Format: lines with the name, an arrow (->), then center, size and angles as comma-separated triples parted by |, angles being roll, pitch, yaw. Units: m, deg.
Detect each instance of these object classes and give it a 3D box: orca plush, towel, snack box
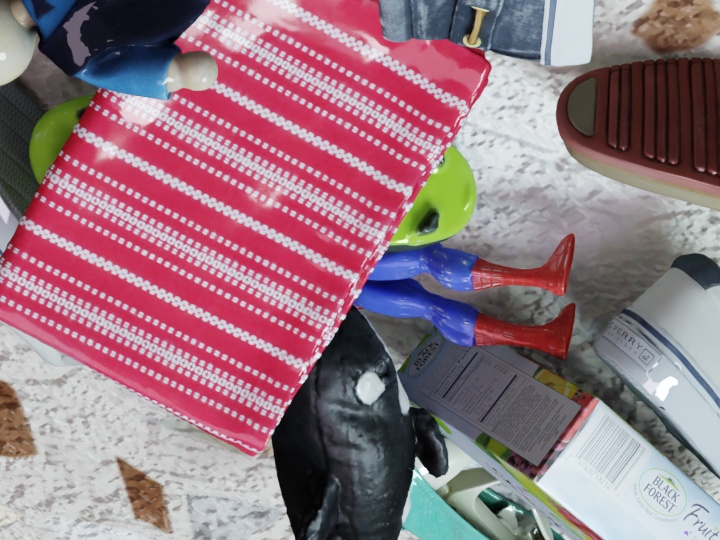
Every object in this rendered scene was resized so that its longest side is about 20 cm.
orca plush -> -0.025, 0.109, 1.060 | 0.105, 0.071, 0.201 | 28, 135, 8
towel -> -0.050, -0.036, 0.935 | 0.144, 0.022, 0.201 | 30, 94, -19
snack box -> 0.121, 0.109, 1.080 | 0.200, 0.053, 0.142 | 41, 175, -30

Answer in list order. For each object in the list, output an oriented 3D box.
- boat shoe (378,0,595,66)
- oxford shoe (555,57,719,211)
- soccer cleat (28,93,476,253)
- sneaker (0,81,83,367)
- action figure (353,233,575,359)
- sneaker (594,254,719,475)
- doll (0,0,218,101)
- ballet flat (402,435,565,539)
boat shoe -> 0.047, -0.153, 0.836 | 0.090, 0.071, 0.201 | 4, 140, 5
oxford shoe -> 0.176, -0.035, 0.950 | 0.199, 0.071, 0.075 | 12, 145, -1
soccer cleat -> -0.048, -0.047, 0.990 | 0.199, 0.068, 0.081 | 6, 180, -16
sneaker -> -0.160, -0.014, 1.037 | 0.070, 0.073, 0.200 | -12, 135, 18
action figure -> 0.000, 0.000, 1.041 | 0.199, 0.052, 0.066 | 6, 134, 12
sneaker -> 0.181, 0.061, 1.048 | 0.071, 0.073, 0.200 | -46, 142, 1
doll -> -0.089, -0.134, 0.873 | 0.199, 0.048, 0.137 | -32, 93, 27
ballet flat -> 0.044, 0.109, 1.156 | 0.070, 0.067, 0.200 | -38, 124, 13
